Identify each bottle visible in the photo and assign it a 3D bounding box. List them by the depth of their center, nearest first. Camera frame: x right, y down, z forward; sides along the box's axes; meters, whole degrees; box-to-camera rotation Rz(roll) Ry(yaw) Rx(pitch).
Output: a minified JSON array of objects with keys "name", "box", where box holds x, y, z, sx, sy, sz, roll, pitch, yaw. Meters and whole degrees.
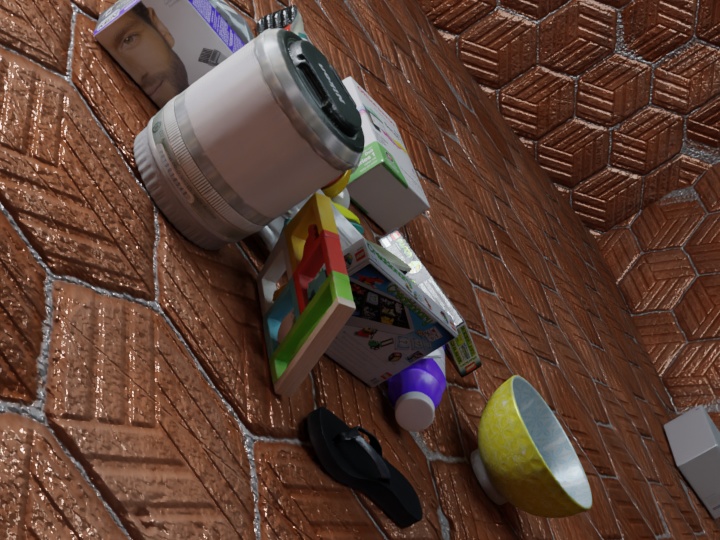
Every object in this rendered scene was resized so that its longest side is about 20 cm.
[{"name":"bottle","box":[0.067,0.126,1.505,0.084,0.065,0.200,49,18,-19]}]

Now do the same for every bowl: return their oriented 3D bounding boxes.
[{"name":"bowl","box":[0.212,0.253,1.619,0.200,0.107,0.200,50,17,-22]}]

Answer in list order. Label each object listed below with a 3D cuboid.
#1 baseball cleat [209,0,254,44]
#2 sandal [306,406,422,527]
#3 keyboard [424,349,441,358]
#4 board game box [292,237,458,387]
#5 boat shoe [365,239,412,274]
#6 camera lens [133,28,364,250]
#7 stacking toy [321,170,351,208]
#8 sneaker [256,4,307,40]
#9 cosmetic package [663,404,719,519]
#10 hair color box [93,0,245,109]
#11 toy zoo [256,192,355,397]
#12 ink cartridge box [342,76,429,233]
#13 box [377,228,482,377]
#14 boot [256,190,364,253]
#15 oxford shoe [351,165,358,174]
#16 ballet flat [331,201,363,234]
[{"name":"baseball cleat","box":[-0.216,-0.335,1.550,0.200,0.070,0.106,49,22,4]},{"name":"sandal","box":[0.010,0.194,1.252,0.200,0.043,0.076,43,21,-41]},{"name":"keyboard","box":[0.047,0.060,1.534,0.056,0.011,0.200,4,25,-17]},{"name":"board game box","box":[0.008,0.053,1.360,0.200,0.126,0.035,41,23,-46]},{"name":"boat shoe","box":[0.002,0.001,1.548,0.074,0.066,0.199,32,9,19]},{"name":"camera lens","box":[-0.108,-0.133,1.229,0.160,0.199,0.160,51,17,-22]},{"name":"stacking toy","box":[-0.056,-0.137,1.577,0.201,0.145,0.147,65,6,-46]},{"name":"sneaker","box":[-0.110,-0.330,1.854,0.200,0.070,0.094,-101,171,-56]},{"name":"cosmetic package","box":[0.904,0.497,3.168,0.200,0.123,0.200,54,17,-18]},{"name":"hair color box","box":[-0.185,-0.226,1.338,0.200,0.109,0.065,48,20,-28]},{"name":"toy zoo","box":[-0.061,0.012,1.232,0.020,0.131,0.201,19,35,-27]},{"name":"ink cartridge box","box":[0.013,-0.179,1.874,0.145,0.084,0.201,40,23,-47]},{"name":"box","box":[0.094,0.043,1.674,0.200,0.035,0.110,56,-5,39]},{"name":"boot","box":[-0.060,-0.033,1.391,0.200,0.096,0.074,48,-7,-25]},{"name":"oxford shoe","box":[-0.076,-0.175,1.670,0.058,0.076,0.200,18,0,35]},{"name":"ballet flat","box":[-0.059,-0.068,1.522,0.067,0.067,0.200,40,7,21]}]
